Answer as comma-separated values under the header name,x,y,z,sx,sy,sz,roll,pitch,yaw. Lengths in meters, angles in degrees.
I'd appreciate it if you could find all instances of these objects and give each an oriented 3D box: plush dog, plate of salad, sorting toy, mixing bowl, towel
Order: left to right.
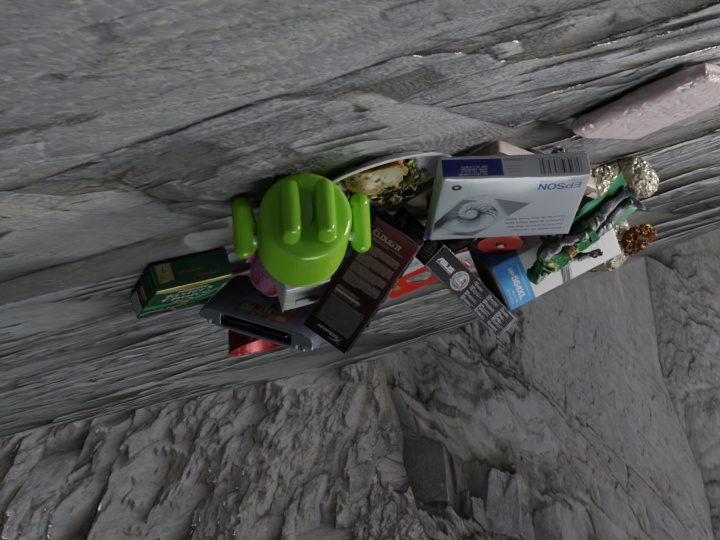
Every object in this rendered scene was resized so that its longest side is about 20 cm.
name,x,y,z,sx,sy,sz,roll,pitch,yaw
mixing bowl,-0.158,0.076,2.097,0.199,0.109,0.200,-17,172,-2
plate of salad,0.029,-0.109,1.519,0.199,0.048,0.200,-17,171,-3
sorting toy,0.203,-0.092,1.662,0.198,0.070,0.200,16,152,-34
plush dog,0.408,-0.084,1.965,0.160,0.173,0.200,-10,170,-34
towel,0.412,-0.227,1.559,0.199,0.032,0.191,-23,170,37

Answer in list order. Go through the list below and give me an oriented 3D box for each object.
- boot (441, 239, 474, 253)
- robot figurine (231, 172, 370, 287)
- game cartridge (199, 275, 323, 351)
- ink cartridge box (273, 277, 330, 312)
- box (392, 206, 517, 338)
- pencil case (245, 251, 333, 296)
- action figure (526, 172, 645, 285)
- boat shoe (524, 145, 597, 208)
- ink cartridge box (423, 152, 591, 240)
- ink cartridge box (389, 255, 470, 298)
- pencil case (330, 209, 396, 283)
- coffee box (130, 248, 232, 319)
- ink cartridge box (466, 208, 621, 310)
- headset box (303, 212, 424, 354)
name,x,y,z,sx,sy,sz,roll,pitch,yaw
boot,0.172,-0.095,1.864,0.199,0.073,0.166,-19,161,11
robot figurine,-0.072,-0.048,1.444,0.174,0.116,0.200,-5,163,-7
game cartridge,-0.141,0.065,1.859,0.199,0.042,0.133,15,-145,16
ink cartridge box,-0.093,-0.014,1.640,0.067,0.118,0.200,-14,171,-8
box,0.139,0.002,1.781,0.044,0.200,0.160,-46,-148,2
pencil case,-0.092,-0.004,1.834,0.087,0.088,0.200,-23,169,33
action figure,0.326,-0.049,1.700,0.200,0.055,0.118,-40,143,8
boat shoe,0.286,-0.149,1.704,0.072,0.063,0.200,-13,157,38
ink cartridge box,0.190,-0.082,1.543,0.198,0.041,0.200,-3,150,-5
ink cartridge box,0.055,-0.002,1.948,0.176,0.045,0.200,32,143,-29
pencil case,0.000,0.000,1.778,0.085,0.093,0.200,19,134,1
coffee box,-0.277,0.023,1.762,0.122,0.044,0.200,-13,170,-24
ink cartridge box,0.287,-0.034,1.810,0.199,0.085,0.146,-26,-162,-4
headset box,0.014,0.006,1.606,0.200,0.075,0.149,-56,178,8
